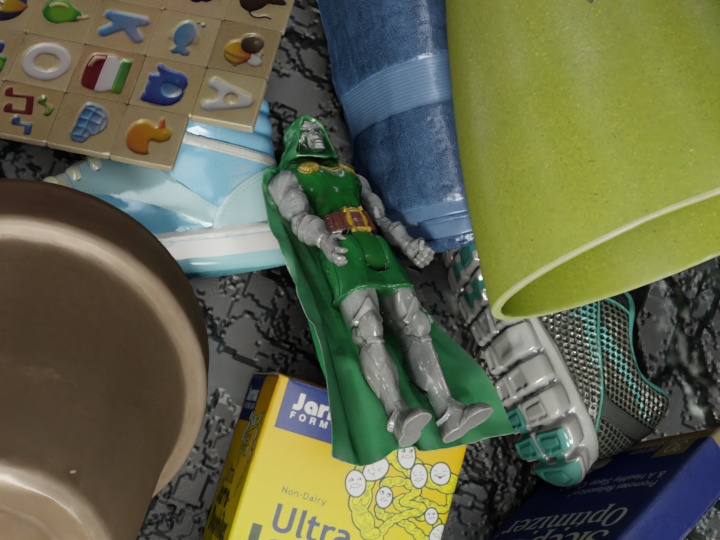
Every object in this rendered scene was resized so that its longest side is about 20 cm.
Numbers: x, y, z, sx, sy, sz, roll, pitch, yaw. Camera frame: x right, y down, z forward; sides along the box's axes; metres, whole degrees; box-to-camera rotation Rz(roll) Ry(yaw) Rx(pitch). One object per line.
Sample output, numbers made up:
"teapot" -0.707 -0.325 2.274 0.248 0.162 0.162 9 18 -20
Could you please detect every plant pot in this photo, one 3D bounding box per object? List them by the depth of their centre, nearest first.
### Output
"plant pot" -0.170 0.085 0.692 0.199 0.175 0.201 -3 122 -5
"plant pot" 0.117 -0.103 0.725 0.186 0.187 0.201 -18 78 -12

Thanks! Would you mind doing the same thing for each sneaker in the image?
"sneaker" -0.136 -0.059 0.797 0.199 0.079 0.131 -3 89 -21
"sneaker" 0.111 0.019 0.839 0.091 0.078 0.201 -15 79 -22

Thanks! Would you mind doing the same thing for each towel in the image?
"towel" 0.019 -0.107 0.810 0.048 0.112 0.201 -11 90 -23

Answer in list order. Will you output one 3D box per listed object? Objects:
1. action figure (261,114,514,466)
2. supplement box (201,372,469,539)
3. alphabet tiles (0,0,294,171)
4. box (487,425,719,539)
"action figure" 0.000 0.000 0.763 0.118 0.055 0.201 1 52 -41
"supplement box" -0.030 0.165 0.785 0.108 0.109 0.201 17 83 -10
"alphabet tiles" -0.142 -0.132 0.785 0.199 0.006 0.167 11 58 4
"box" 0.103 0.155 0.770 0.200 0.121 0.032 -39 100 -35
